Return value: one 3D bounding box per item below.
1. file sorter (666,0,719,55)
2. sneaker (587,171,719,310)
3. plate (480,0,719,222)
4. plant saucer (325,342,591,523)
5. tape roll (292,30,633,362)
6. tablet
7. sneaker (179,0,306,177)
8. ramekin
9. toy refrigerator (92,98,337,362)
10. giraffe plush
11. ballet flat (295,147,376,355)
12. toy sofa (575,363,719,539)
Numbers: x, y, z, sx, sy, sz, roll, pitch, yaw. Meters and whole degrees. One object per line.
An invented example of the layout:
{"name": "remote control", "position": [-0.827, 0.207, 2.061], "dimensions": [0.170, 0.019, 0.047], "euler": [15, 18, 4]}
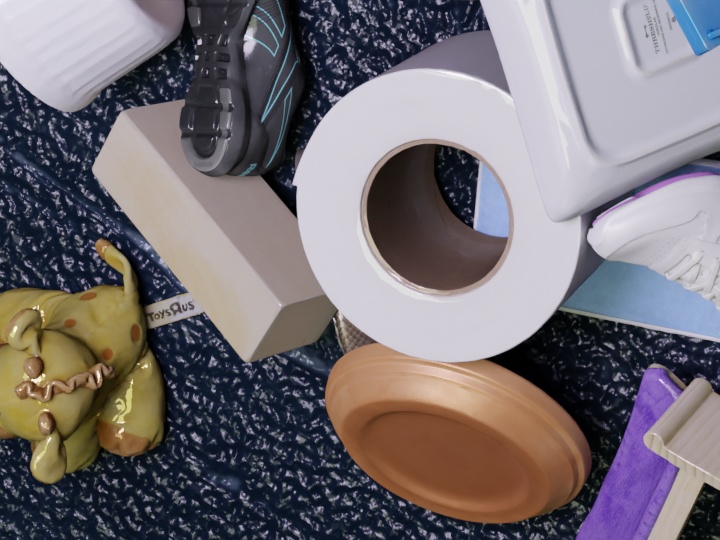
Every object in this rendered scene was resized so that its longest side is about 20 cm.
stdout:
{"name": "file sorter", "position": [0.269, -0.244, 1.235], "dimensions": [0.139, 0.200, 0.123], "euler": [61, 151, -5]}
{"name": "sneaker", "position": [0.243, -0.008, 1.343], "dimensions": [0.075, 0.200, 0.100], "euler": [134, 133, -58]}
{"name": "plate", "position": [0.181, -0.154, 1.293], "dimensions": [0.200, 0.032, 0.200], "euler": [-23, 106, -16]}
{"name": "plant saucer", "position": [0.065, 0.124, 1.486], "dimensions": [0.200, 0.038, 0.200], "euler": [17, 147, 11]}
{"name": "tape roll", "position": [0.074, -0.053, 1.413], "dimensions": [0.202, 0.139, 0.203], "euler": [7, 109, 21]}
{"name": "tablet", "position": [0.176, -0.027, 1.465], "dimensions": [0.200, 0.014, 0.130], "euler": [12, 111, 20]}
{"name": "sneaker", "position": [-0.081, -0.165, 1.499], "dimensions": [0.075, 0.079, 0.200], "euler": [9, 91, 45]}
{"name": "ramekin", "position": [-0.208, -0.222, 1.461], "dimensions": [0.098, 0.200, 0.201], "euler": [-25, 96, 15]}
{"name": "toy refrigerator", "position": [-0.104, -0.030, 1.508], "dimensions": [0.200, 0.076, 0.070], "euler": [50, 129, 21]}
{"name": "giraffe plush", "position": [-0.232, 0.085, 1.583], "dimensions": [0.200, 0.162, 0.173], "euler": [-36, 91, 28]}
{"name": "ballet flat", "position": [0.000, 0.000, 1.521], "dimensions": [0.046, 0.067, 0.200], "euler": [-14, 96, 15]}
{"name": "toy sofa", "position": [0.200, 0.170, 1.450], "dimensions": [0.097, 0.083, 0.200], "euler": [32, 131, 18]}
